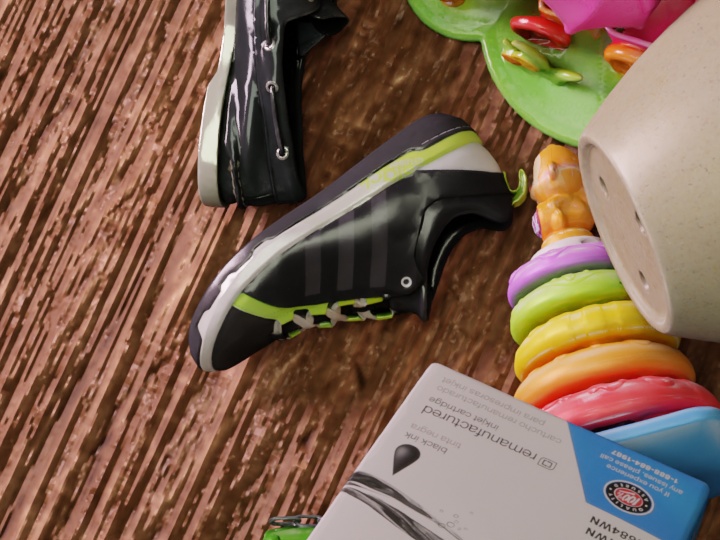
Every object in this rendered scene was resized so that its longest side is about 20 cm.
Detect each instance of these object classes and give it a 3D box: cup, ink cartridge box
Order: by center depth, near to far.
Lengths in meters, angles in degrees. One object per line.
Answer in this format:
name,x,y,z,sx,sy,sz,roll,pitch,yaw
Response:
ink cartridge box,0.047,0.152,0.836,0.146,0.085,0.200,24,42,13
cup,0.187,-0.043,0.906,0.143,0.200,0.201,-23,75,-5

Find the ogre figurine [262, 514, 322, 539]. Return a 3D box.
ogre figurine,0.015,0.177,0.945,0.119,0.200,0.099,-1,90,-9

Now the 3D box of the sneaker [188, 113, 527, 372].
sneaker,0.000,0.000,1.021,0.200,0.072,0.083,-39,76,2

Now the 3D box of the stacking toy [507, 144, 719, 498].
stacking toy,0.115,0.024,0.988,0.109,0.116,0.201,-15,65,9

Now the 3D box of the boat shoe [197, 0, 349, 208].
boat shoe,-0.040,-0.130,1.054,0.066,0.075,0.200,8,82,10

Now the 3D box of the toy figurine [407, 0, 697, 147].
toy figurine,0.099,-0.163,0.975,0.199,0.184,0.151,22,84,15
